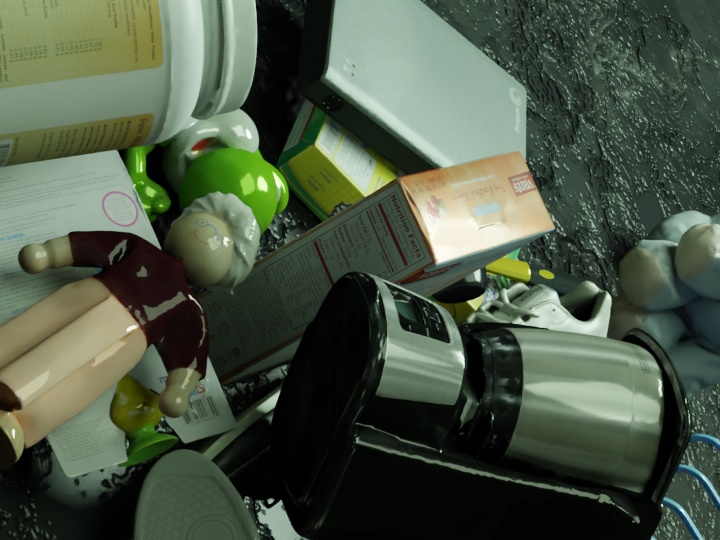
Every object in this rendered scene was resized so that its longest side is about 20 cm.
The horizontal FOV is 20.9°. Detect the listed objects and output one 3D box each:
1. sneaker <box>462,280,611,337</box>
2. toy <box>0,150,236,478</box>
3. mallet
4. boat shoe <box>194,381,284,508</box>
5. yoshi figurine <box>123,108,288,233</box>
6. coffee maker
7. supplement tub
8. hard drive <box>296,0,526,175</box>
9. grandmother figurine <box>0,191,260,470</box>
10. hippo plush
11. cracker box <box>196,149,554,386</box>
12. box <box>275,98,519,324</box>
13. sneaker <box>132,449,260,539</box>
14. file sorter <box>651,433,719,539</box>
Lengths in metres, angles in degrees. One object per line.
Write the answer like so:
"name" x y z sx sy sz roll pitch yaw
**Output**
"sneaker" 0.091 0.050 1.314 0.199 0.088 0.074 -11 35 -42
"toy" -0.160 0.019 1.084 0.115 0.047 0.201 -13 68 -39
"mallet" 0.109 -0.009 1.372 0.199 0.041 0.066 4 68 -53
"boat shoe" -0.044 0.106 1.157 0.066 0.074 0.199 54 30 1
"yoshi figurine" -0.113 -0.087 1.175 0.200 0.112 0.113 44 51 -27
"coffee maker" 0.056 0.111 1.075 0.198 0.135 0.194 12 94 -20
"supplement tub" -0.168 -0.132 1.040 0.198 0.144 0.146 -10 74 -23
"hard drive" 0.041 -0.125 1.366 0.199 0.033 0.140 35 42 -32
"grandmother figurine" -0.127 0.025 1.030 0.200 0.060 0.122 -40 94 -33
"hippo plush" 0.286 -0.006 1.548 0.161 0.198 0.160 -79 151 -50
"cracker box" 0.000 0.000 1.170 0.134 0.199 0.058 -16 80 -54
"box" 0.034 -0.046 1.371 0.200 0.048 0.118 44 40 -20
"sneaker" -0.070 0.200 1.062 0.099 0.070 0.201 79 -11 -72
"file sorter" 0.197 0.222 1.337 0.139 0.122 0.200 58 36 -7
